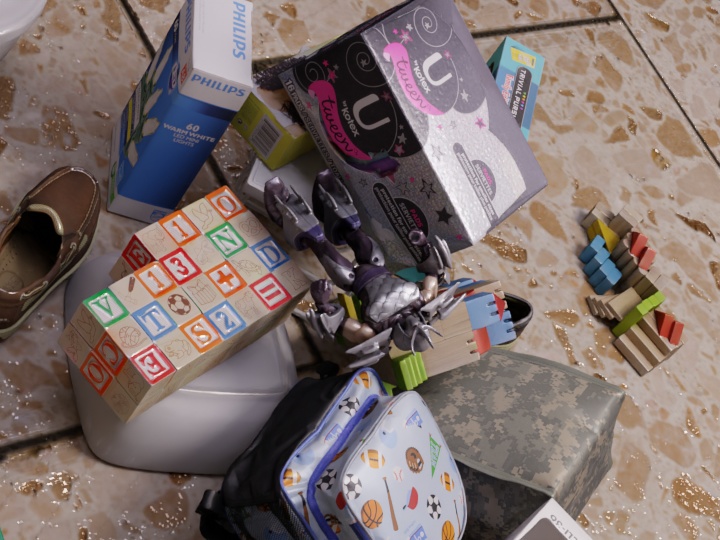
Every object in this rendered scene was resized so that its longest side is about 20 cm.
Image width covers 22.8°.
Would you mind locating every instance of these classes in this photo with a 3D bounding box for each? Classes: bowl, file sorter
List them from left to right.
[{"bbox_3d":[-0.141,0.066,1.508,0.198,0.075,0.201,7,51,-30],"label":"bowl"},{"bbox_3d":[-0.041,-0.077,1.648,0.138,0.125,0.201,28,45,-10],"label":"file sorter"}]

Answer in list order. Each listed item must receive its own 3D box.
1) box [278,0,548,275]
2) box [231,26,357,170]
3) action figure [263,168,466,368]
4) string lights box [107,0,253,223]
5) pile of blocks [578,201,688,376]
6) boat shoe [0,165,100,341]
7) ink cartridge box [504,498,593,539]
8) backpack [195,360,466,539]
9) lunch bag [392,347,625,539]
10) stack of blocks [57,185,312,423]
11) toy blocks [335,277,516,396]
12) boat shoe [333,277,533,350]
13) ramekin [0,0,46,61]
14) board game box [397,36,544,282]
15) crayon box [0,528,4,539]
[{"bbox_3d":[0.047,-0.119,1.527,0.132,0.114,0.201,-37,102,-44],"label":"box"},{"bbox_3d":[-0.028,-0.161,1.602,0.075,0.050,0.200,47,44,10],"label":"box"},{"bbox_3d":[0.000,0.000,1.450,0.129,0.070,0.200,-23,52,-25],"label":"action figure"},{"bbox_3d":[-0.158,-0.142,1.569,0.059,0.200,0.103,15,48,-22],"label":"string lights box"},{"bbox_3d":[0.276,0.006,1.834,0.082,0.062,0.201,0,56,-33],"label":"pile of blocks"},{"bbox_3d":[-0.264,-0.026,1.497,0.074,0.075,0.203,29,45,-7],"label":"boat shoe"},{"bbox_3d":[0.149,0.268,1.444,0.116,0.200,0.067,45,45,6],"label":"ink cartridge box"},{"bbox_3d":[-0.002,0.194,1.427,0.200,0.153,0.191,-47,122,-41],"label":"backpack"},{"bbox_3d":[0.105,0.151,1.564,0.199,0.118,0.164,21,41,20],"label":"lunch bag"},{"bbox_3d":[-0.147,0.023,1.441,0.115,0.059,0.200,48,44,9],"label":"stack of blocks"},{"bbox_3d":[0.067,0.049,1.539,0.136,0.200,0.101,-18,96,-13],"label":"toy blocks"},{"bbox_3d":[0.069,0.036,1.671,0.199,0.065,0.074,2,58,-28],"label":"boat shoe"},{"bbox_3d":[-0.382,-0.255,1.589,0.201,0.094,0.204,17,49,-20],"label":"ramekin"},{"bbox_3d":[0.097,-0.102,1.704,0.047,0.200,0.152,27,46,-12],"label":"board game box"},{"bbox_3d":[-0.324,0.255,1.214,0.118,0.059,0.201,4,48,6],"label":"crayon box"}]
